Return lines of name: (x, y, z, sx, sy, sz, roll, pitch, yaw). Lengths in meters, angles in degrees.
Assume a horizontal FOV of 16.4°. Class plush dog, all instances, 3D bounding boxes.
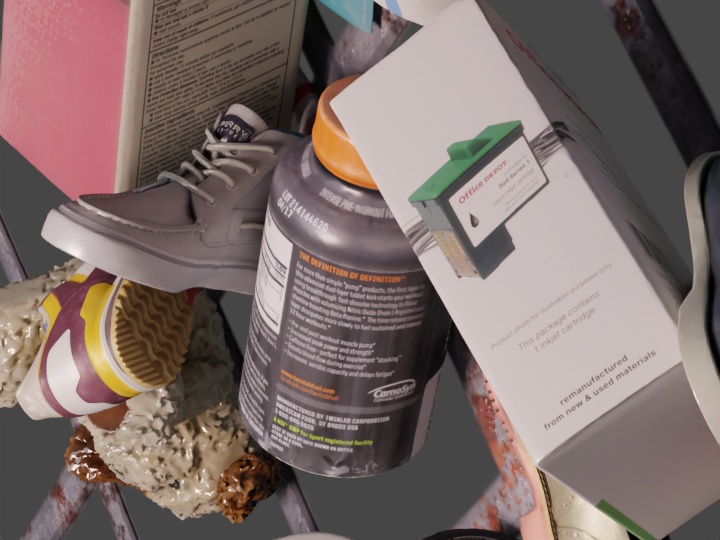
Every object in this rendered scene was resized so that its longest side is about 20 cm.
plush dog: (-0.123, 0.073, 1.512, 0.200, 0.160, 0.172, 13, 133, 47)

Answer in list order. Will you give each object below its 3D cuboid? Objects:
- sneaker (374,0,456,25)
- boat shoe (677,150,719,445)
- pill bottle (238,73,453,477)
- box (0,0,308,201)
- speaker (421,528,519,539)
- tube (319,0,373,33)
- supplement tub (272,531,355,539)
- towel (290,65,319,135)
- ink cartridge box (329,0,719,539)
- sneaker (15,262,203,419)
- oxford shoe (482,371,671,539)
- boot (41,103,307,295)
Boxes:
sneaker: (0.018, -0.178, 1.138, 0.072, 0.072, 0.200, 38, 165, 41)
boat shoe: (0.162, 0.001, 0.974, 0.062, 0.200, 0.075, -22, 107, 18)
pill bottle: (0.000, 0.000, 1.273, 0.106, 0.106, 0.201, 48, 140, 39)
box: (-0.107, -0.142, 1.306, 0.109, 0.128, 0.201, 39, 138, 30)
speaker: (0.052, 0.239, 1.311, 0.081, 0.081, 0.201, 41, 135, 45)
tube: (-0.055, -0.201, 1.346, 0.200, 0.050, 0.078, 37, 142, 41)
supplement tub: (-0.059, 0.235, 1.452, 0.200, 0.132, 0.132, -35, 72, 59)
towel: (-0.072, -0.090, 1.443, 0.200, 0.023, 0.144, 59, 146, 28)
ink cartridge box: (0.087, 0.000, 1.066, 0.084, 0.146, 0.200, -36, 59, 11)
sneaker: (-0.131, 0.007, 1.375, 0.090, 0.200, 0.075, -22, 112, 26)
oxford shoe: (0.109, 0.069, 1.174, 0.074, 0.071, 0.201, -15, 88, 35)
boot: (-0.085, -0.043, 1.276, 0.073, 0.200, 0.096, 27, 99, 23)
